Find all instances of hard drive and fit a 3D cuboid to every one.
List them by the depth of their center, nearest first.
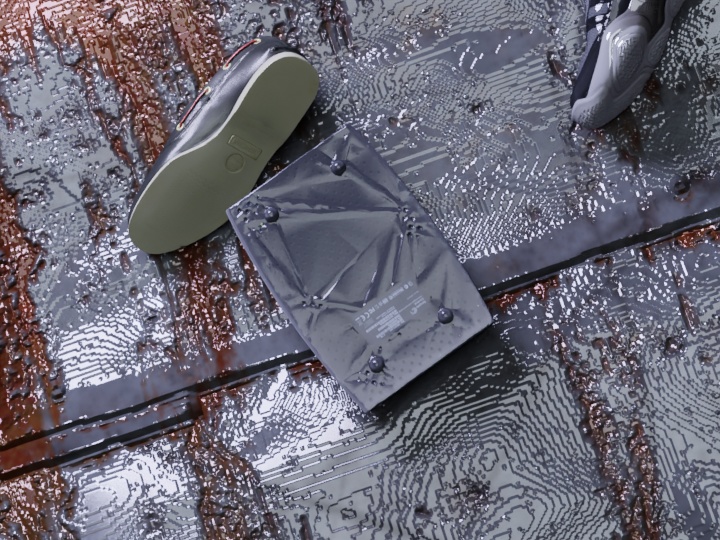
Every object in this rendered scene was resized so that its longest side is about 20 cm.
[{"bbox_3d":[0.000,0.000,1.515,0.135,0.042,0.200,-35,73,-2],"label":"hard drive"}]

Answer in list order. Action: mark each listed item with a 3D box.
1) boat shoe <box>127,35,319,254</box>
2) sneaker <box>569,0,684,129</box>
[{"bbox_3d":[-0.115,-0.099,1.552,0.202,0.074,0.063,-50,35,5],"label":"boat shoe"},{"bbox_3d":[0.188,-0.217,1.523,0.114,0.075,0.201,29,100,26],"label":"sneaker"}]
